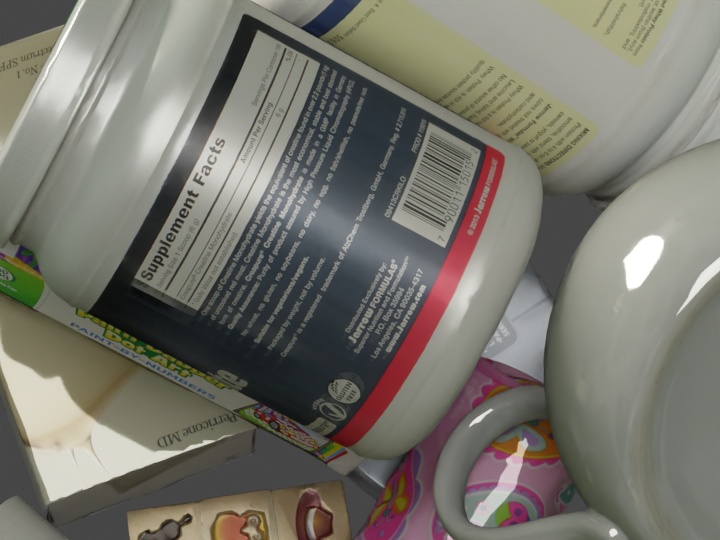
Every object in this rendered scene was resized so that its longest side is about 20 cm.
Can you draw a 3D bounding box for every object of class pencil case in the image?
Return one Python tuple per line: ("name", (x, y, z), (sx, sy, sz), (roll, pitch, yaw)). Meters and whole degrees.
("pencil case", (0.030, 0.133, 1.266), (0.087, 0.087, 0.201), (31, 85, 4))

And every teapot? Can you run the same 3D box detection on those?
("teapot", (0.146, 0.028, 1.178), (0.199, 0.146, 0.199), (3, 110, -26))

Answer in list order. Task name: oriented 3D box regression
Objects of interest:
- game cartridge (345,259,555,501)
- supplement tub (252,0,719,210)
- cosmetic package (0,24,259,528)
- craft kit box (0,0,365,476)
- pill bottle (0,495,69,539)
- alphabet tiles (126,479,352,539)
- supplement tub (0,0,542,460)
("game cartridge", (0.000, 0.000, 1.342), (0.133, 0.040, 0.201), (-31, 80, -13))
("supplement tub", (0.066, -0.121, 1.238), (0.199, 0.145, 0.146), (31, 76, -17))
("cosmetic package", (-0.126, 0.001, 1.315), (0.103, 0.073, 0.201), (-21, 78, -9))
("craft kit box", (-0.049, -0.044, 1.283), (0.197, 0.049, 0.201), (28, 66, -11))
("pill bottle", (-0.229, 0.090, 1.268), (0.200, 0.110, 0.110), (38, 77, 6))
("alphabet tiles", (-0.041, 0.198, 1.307), (0.166, 0.008, 0.202), (-8, 77, -5))
("supplement tub", (-0.041, -0.026, 1.179), (0.199, 0.140, 0.141), (28, 76, -8))
